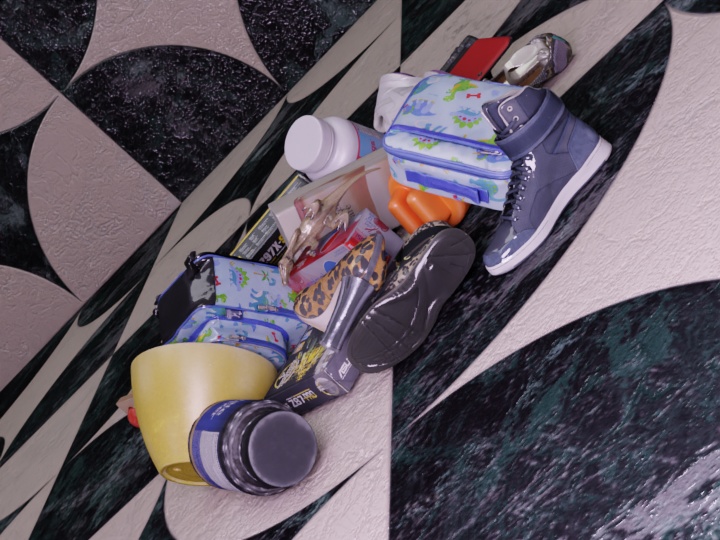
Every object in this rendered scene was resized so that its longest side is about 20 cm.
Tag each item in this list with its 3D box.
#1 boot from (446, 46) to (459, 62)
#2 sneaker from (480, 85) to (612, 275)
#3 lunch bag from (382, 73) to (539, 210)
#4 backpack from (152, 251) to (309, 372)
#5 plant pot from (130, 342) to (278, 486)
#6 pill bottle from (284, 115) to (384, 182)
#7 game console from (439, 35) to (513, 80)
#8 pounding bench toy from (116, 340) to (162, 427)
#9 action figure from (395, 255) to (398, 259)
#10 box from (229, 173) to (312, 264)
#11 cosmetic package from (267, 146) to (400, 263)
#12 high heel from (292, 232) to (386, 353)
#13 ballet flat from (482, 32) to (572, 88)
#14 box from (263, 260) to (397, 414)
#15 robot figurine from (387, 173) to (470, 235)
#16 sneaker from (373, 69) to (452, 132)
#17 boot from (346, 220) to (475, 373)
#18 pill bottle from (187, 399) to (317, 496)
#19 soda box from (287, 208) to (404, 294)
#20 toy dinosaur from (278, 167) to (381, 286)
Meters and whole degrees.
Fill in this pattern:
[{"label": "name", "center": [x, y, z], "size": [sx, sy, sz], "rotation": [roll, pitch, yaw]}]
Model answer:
[{"label": "boot", "center": [0.122, -0.267, 2.037], "size": [0.201, 0.065, 0.165], "rotation": [-55, -8, 26]}, {"label": "sneaker", "center": [0.168, -0.110, 1.367], "size": [0.203, 0.146, 0.077], "rotation": [-52, 18, -9]}, {"label": "lunch bag", "center": [0.136, -0.160, 1.523], "size": [0.198, 0.083, 0.161], "rotation": [17, 57, 29]}, {"label": "backpack", "center": [-0.165, 0.077, 1.707], "size": [0.183, 0.198, 0.149], "rotation": [-43, 49, 50]}, {"label": "plant pot", "center": [-0.210, 0.201, 1.626], "size": [0.199, 0.198, 0.144], "rotation": [-31, 49, 46]}, {"label": "pill bottle", "center": [-0.019, -0.173, 1.895], "size": [0.108, 0.199, 0.110], "rotation": [-11, 74, 41]}, {"label": "game console", "center": [0.153, -0.244, 1.850], "size": [0.118, 0.173, 0.201], "rotation": [33, 78, 35]}, {"label": "pounding bench toy", "center": [-0.259, 0.182, 1.866], "size": [0.199, 0.124, 0.157], "rotation": [-23, 29, 57]}, {"label": "action figure", "center": [0.000, 0.000, 1.728], "size": [0.200, 0.055, 0.119], "rotation": [-33, 19, 55]}, {"label": "box", "center": [-0.109, -0.025, 1.898], "size": [0.201, 0.160, 0.049], "rotation": [-50, 48, -4]}, {"label": "cosmetic package", "center": [-0.023, -0.089, 1.795], "size": [0.198, 0.104, 0.087], "rotation": [-28, 17, -5]}, {"label": "high heel", "center": [-0.019, 0.009, 1.482], "size": [0.144, 0.071, 0.200], "rotation": [-64, 16, 6]}, {"label": "ballet flat", "center": [0.208, -0.266, 1.747], "size": [0.200, 0.072, 0.072], "rotation": [-41, 17, 20]}, {"label": "box", "center": [-0.028, 0.091, 1.596], "size": [0.161, 0.049, 0.201], "rotation": [-26, 25, 51]}, {"label": "robot figurine", "center": [0.109, -0.137, 1.643], "size": [0.201, 0.116, 0.145], "rotation": [-58, -13, -32]}, {"label": "sneaker", "center": [0.089, -0.230, 1.751], "size": [0.199, 0.074, 0.101], "rotation": [8, 78, 57]}, {"label": "boot", "center": [0.058, 0.026, 1.490], "size": [0.204, 0.073, 0.154], "rotation": [-51, 8, 7]}, {"label": "pill bottle", "center": [-0.127, 0.209, 1.463], "size": [0.112, 0.112, 0.199], "rotation": [-54, 16, -20]}, {"label": "soda box", "center": [-0.026, -0.011, 1.597], "size": [0.064, 0.070, 0.200], "rotation": [-57, 13, -27]}, {"label": "toy dinosaur", "center": [-0.050, -0.070, 1.557], "size": [0.201, 0.058, 0.101], "rotation": [-50, 11, -2]}]
